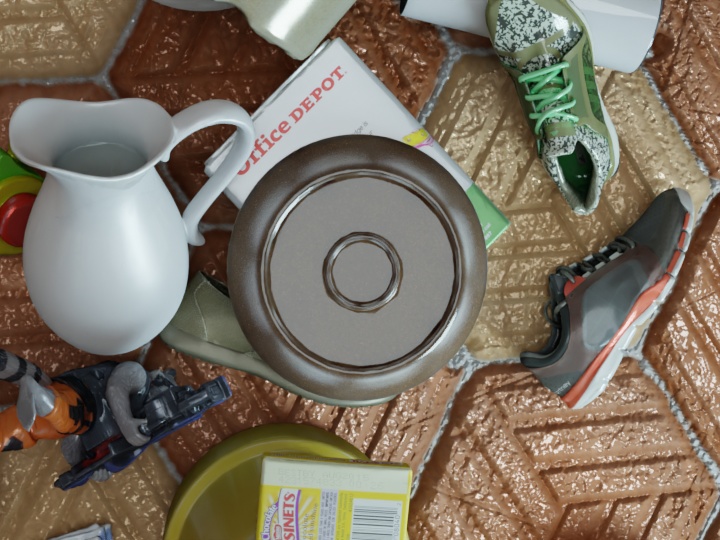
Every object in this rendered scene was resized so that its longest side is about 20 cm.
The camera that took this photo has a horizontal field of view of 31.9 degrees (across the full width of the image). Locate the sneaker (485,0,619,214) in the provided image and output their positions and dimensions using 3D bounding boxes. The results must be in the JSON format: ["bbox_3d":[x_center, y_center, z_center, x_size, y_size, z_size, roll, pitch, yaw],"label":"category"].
[{"bbox_3d":[0.153,-0.127,0.965,0.076,0.089,0.201,-19,123,20],"label":"sneaker"}]

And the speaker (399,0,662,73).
[{"bbox_3d":[0.132,-0.219,1.000,0.198,0.081,0.082,12,92,-7],"label":"speaker"}]

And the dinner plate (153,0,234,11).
[{"bbox_3d":[-0.127,-0.307,0.995,0.198,0.024,0.202,0,93,-8],"label":"dinner plate"}]

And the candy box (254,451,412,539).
[{"bbox_3d":[-0.025,0.226,0.844,0.101,0.026,0.202,5,92,-4],"label":"candy box"}]

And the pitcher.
[{"bbox_3d":[-0.161,-0.036,0.916,0.170,0.201,0.122,-10,50,-17],"label":"pitcher"}]

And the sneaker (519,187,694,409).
[{"bbox_3d":[0.198,0.011,1.026,0.082,0.077,0.201,31,89,-1],"label":"sneaker"}]

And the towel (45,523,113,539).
[{"bbox_3d":[-0.246,0.316,1.014,0.146,0.024,0.202,-16,95,-5],"label":"towel"}]

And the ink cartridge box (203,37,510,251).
[{"bbox_3d":[-0.006,-0.059,0.990,0.145,0.084,0.200,-44,98,-2],"label":"ink cartridge box"}]

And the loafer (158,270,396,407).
[{"bbox_3d":[-0.059,0.054,0.995,0.198,0.076,0.068,17,97,-7],"label":"loafer"}]

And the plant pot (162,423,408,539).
[{"bbox_3d":[-0.054,0.231,0.949,0.199,0.189,0.203,0,93,-6],"label":"plant pot"}]

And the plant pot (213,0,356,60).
[{"bbox_3d":[-0.045,-0.264,0.916,0.200,0.201,0.184,34,98,-7],"label":"plant pot"}]

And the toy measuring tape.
[{"bbox_3d":[-0.286,-0.015,0.975,0.073,0.074,0.201,25,100,-7],"label":"toy measuring tape"}]

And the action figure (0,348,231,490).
[{"bbox_3d":[-0.195,0.091,0.935,0.199,0.193,0.105,-29,71,28],"label":"action figure"}]

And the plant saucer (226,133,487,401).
[{"bbox_3d":[0.000,0.000,0.938,0.198,0.032,0.202,-1,96,-6],"label":"plant saucer"}]
